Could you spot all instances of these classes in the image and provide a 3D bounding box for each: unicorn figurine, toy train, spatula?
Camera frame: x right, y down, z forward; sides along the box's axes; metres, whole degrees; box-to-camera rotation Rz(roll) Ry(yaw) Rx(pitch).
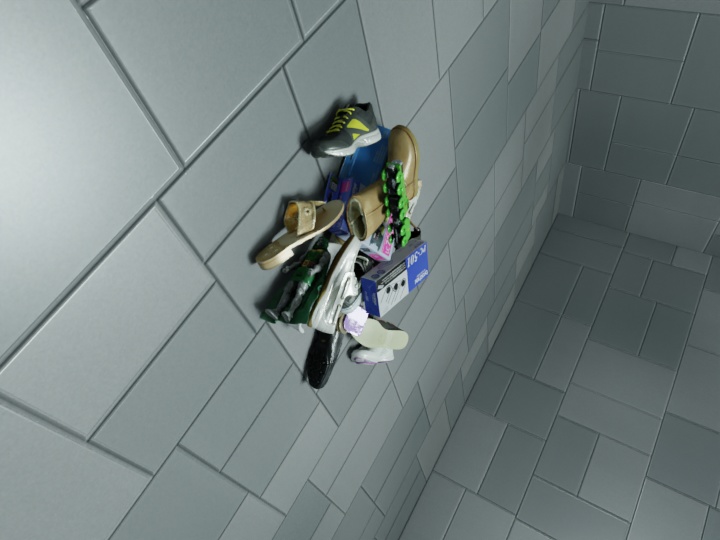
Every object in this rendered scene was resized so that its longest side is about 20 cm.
[{"bbox_3d":[0.106,-0.153,1.313,0.137,0.074,0.200,116,-8,-59],"label":"unicorn figurine"},{"bbox_3d":[0.074,-0.131,1.054,0.200,0.042,0.056,81,31,-43],"label":"toy train"},{"bbox_3d":[0.004,0.051,1.239,0.056,0.021,0.200,29,62,-32],"label":"spatula"}]

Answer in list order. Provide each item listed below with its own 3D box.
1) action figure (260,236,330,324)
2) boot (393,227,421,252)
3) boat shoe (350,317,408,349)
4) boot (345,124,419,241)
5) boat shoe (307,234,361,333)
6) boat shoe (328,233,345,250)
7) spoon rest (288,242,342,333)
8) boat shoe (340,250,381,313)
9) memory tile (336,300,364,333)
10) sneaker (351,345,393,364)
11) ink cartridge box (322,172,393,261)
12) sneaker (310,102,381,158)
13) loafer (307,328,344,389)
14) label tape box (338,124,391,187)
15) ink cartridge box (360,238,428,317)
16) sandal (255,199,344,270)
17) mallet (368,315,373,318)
[{"bbox_3d":[-0.111,0.012,1.041,0.200,0.118,0.055,-63,143,-32],"label":"action figure"},{"bbox_3d":[0.080,-0.008,1.283,0.200,0.077,0.139,-38,135,-39],"label":"boot"},{"bbox_3d":[0.038,0.166,1.427,0.201,0.063,0.074,19,94,-39],"label":"boat shoe"},{"bbox_3d":[0.046,-0.178,1.072,0.200,0.066,0.175,-40,128,-40],"label":"boot"},{"bbox_3d":[-0.037,0.029,1.049,0.200,0.069,0.071,-65,-171,2],"label":"boat shoe"},{"bbox_3d":[-0.006,-0.093,1.196,0.065,0.072,0.200,-37,180,42],"label":"boat shoe"},{"bbox_3d":[-0.088,0.035,1.099,0.200,0.099,0.061,-60,172,-2],"label":"spoon rest"},{"bbox_3d":[0.000,0.000,1.169,0.071,0.072,0.200,77,31,-56],"label":"boat shoe"},{"bbox_3d":[-0.025,0.030,1.227,0.200,0.017,0.153,-59,140,-39],"label":"memory tile"},{"bbox_3d":[0.031,0.214,1.499,0.200,0.075,0.100,8,82,-63],"label":"sneaker"},{"bbox_3d":[0.002,-0.110,1.115,0.200,0.042,0.120,29,66,-41],"label":"ink cartridge box"},{"bbox_3d":[-0.034,-0.269,1.014,0.200,0.074,0.085,-40,126,-50],"label":"sneaker"},{"bbox_3d":[-0.073,0.181,1.252,0.070,0.068,0.201,6,99,-55],"label":"loafer"},{"bbox_3d":[0.041,-0.232,1.175,0.200,0.066,0.144,22,88,-66],"label":"label tape box"},{"bbox_3d":[0.083,0.013,1.199,0.200,0.044,0.094,-37,131,-40],"label":"ink cartridge box"},{"bbox_3d":[-0.115,-0.092,0.970,0.212,0.078,0.070,-44,127,-26],"label":"sandal"},{"bbox_3d":[0.033,0.055,1.410,0.041,0.066,0.200,-28,148,-41],"label":"mallet"}]
